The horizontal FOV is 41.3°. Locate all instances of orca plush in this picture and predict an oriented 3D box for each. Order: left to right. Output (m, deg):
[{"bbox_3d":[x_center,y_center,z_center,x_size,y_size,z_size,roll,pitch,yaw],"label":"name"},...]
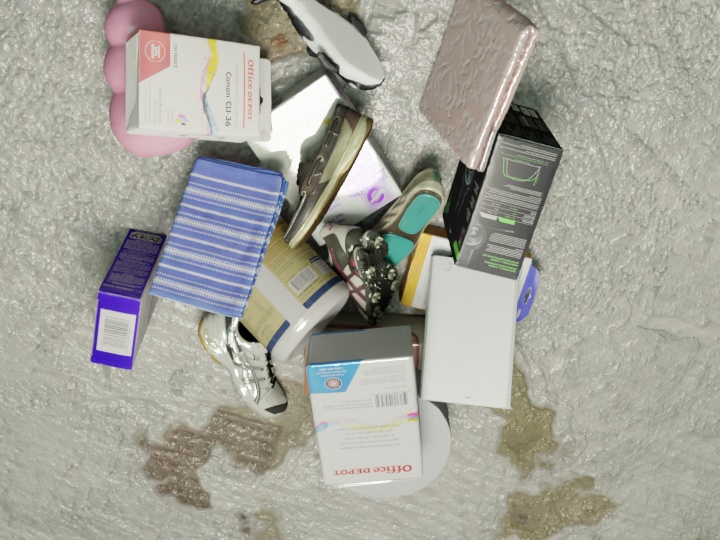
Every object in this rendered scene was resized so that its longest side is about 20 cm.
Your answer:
[{"bbox_3d":[-0.060,-0.300,1.257,0.198,0.107,0.071,26,147,-24],"label":"orca plush"}]

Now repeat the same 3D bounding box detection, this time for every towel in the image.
[{"bbox_3d":[-0.187,-0.048,1.262,0.142,0.024,0.204,13,76,16],"label":"towel"},{"bbox_3d":[0.147,-0.252,1.215,0.032,0.201,0.194,8,118,-23],"label":"towel"}]

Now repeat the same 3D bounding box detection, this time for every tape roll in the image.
[{"bbox_3d":[0.036,0.239,1.417,0.195,0.067,0.204,0,118,-1],"label":"tape roll"}]

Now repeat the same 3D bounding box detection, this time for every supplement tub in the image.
[{"bbox_3d":[-0.127,0.010,1.330,0.200,0.144,0.145,45,109,7],"label":"supplement tub"}]

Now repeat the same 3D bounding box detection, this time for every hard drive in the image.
[{"bbox_3d":[0.156,0.088,1.361,0.129,0.026,0.205,7,81,-6],"label":"hard drive"}]

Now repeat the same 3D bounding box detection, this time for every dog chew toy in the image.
[{"bbox_3d":[-0.281,-0.255,1.250,0.122,0.125,0.204,-11,107,4],"label":"dog chew toy"}]

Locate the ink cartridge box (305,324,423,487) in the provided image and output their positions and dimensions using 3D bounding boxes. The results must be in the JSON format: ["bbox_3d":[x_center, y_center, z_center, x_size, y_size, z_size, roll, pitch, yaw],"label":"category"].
[{"bbox_3d":[0.009,0.187,1.305,0.141,0.085,0.204,-5,116,3],"label":"ink cartridge box"}]

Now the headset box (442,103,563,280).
[{"bbox_3d":[0.184,-0.109,1.293,0.091,0.175,0.203,12,116,-8],"label":"headset box"}]

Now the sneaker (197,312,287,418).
[{"bbox_3d":[-0.160,0.139,1.454,0.087,0.076,0.201,-31,112,13],"label":"sneaker"}]

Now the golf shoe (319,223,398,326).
[{"bbox_3d":[0.000,0.000,1.367,0.087,0.078,0.202,23,150,25],"label":"golf shoe"}]

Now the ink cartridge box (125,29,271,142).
[{"bbox_3d":[-0.191,-0.227,1.200,0.196,0.067,0.119,0,90,-30],"label":"ink cartridge box"}]

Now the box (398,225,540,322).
[{"bbox_3d":[0.165,0.012,1.423,0.196,0.042,0.121,12,114,-9],"label":"box"}]

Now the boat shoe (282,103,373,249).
[{"bbox_3d":[-0.055,-0.126,1.271,0.064,0.073,0.202,31,90,1],"label":"boat shoe"}]

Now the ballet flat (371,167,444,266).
[{"bbox_3d":[0.062,-0.070,1.367,0.066,0.063,0.200,24,136,-21],"label":"ballet flat"}]

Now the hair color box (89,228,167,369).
[{"bbox_3d":[-0.322,0.035,1.333,0.063,0.201,0.111,12,115,-5],"label":"hair color box"}]

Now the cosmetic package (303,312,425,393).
[{"bbox_3d":[0.012,0.128,1.446,0.195,0.088,0.105,2,116,-2],"label":"cosmetic package"}]

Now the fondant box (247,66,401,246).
[{"bbox_3d":[-0.052,-0.158,1.329,0.143,0.059,0.201,-31,113,12],"label":"fondant box"}]
